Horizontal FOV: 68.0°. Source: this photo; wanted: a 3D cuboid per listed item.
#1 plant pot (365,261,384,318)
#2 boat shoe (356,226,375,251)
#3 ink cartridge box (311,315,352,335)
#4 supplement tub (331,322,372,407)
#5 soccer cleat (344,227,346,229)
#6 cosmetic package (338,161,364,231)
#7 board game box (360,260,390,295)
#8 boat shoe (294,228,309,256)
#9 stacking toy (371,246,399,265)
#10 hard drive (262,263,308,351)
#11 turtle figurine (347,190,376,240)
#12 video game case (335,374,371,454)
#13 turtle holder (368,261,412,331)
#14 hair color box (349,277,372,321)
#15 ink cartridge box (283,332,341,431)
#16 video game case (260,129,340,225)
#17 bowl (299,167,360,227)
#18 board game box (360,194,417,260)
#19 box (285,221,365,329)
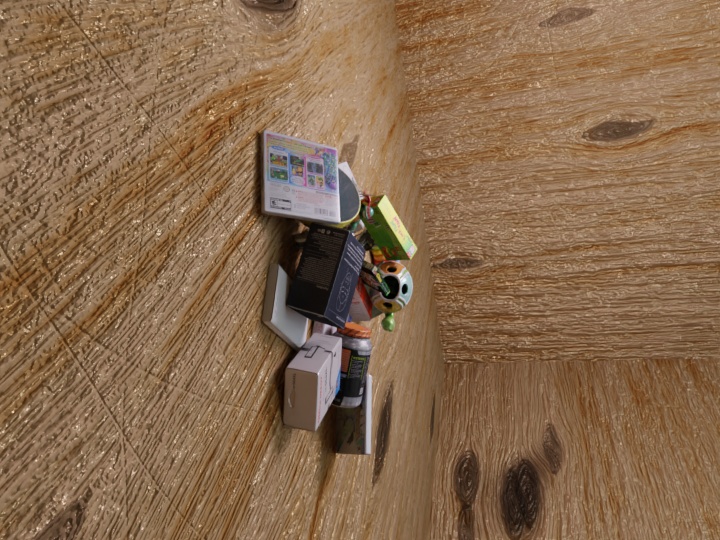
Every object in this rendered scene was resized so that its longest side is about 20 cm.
[{"bbox_3d":[0.070,0.056,1.875,0.137,0.197,0.200,56,20,-4],"label":"plant pot"},{"bbox_3d":[0.030,-0.102,1.620,0.204,0.059,0.072,-54,178,-26],"label":"boat shoe"},{"bbox_3d":[-0.078,0.159,1.506,0.200,0.040,0.124,49,50,-62],"label":"ink cartridge box"},{"bbox_3d":[-0.036,0.250,1.433,0.122,0.118,0.208,2,102,-74],"label":"supplement tub"},{"bbox_3d":[-0.041,-0.106,1.658,0.070,0.075,0.207,-61,144,-62],"label":"soccer cleat"},{"bbox_3d":[-0.038,-0.224,1.638,0.205,0.050,0.151,64,22,-9],"label":"cosmetic package"},{"bbox_3d":[0.000,0.000,1.527,0.024,0.198,0.106,-46,129,-14],"label":"board game box"},{"bbox_3d":[-0.122,-0.071,1.362,0.200,0.072,0.065,-66,155,-79],"label":"boat shoe"},{"bbox_3d":[0.075,-0.105,2.080,0.204,0.106,0.118,63,28,-31],"label":"stacking toy"},{"bbox_3d":[-0.169,0.092,1.242,0.201,0.025,0.137,60,30,-60],"label":"hard drive"},{"bbox_3d":[-0.037,-0.150,1.460,0.101,0.192,0.156,-42,126,-69],"label":"turtle figurine"},{"bbox_3d":[-0.021,0.408,1.501,0.181,0.021,0.208,-28,-123,57],"label":"video game case"},{"bbox_3d":[0.080,0.067,1.589,0.189,0.138,0.132,-58,176,2],"label":"turtle holder"},{"bbox_3d":[-0.039,0.075,1.568,0.202,0.107,0.066,66,25,-53],"label":"hair color box"},{"bbox_3d":[-0.110,0.261,1.270,0.200,0.081,0.152,-52,148,-68],"label":"ink cartridge box"},{"bbox_3d":[-0.134,-0.208,1.210,0.194,0.023,0.190,6,75,-34],"label":"video game case"},{"bbox_3d":[-0.107,-0.169,1.339,0.108,0.195,0.204,-48,-158,43],"label":"bowl"},{"bbox_3d":[0.074,-0.119,1.546,0.048,0.100,0.202,-52,123,-30],"label":"board game box"},{"bbox_3d":[-0.077,0.015,1.263,0.149,0.103,0.207,46,58,-67],"label":"box"}]
